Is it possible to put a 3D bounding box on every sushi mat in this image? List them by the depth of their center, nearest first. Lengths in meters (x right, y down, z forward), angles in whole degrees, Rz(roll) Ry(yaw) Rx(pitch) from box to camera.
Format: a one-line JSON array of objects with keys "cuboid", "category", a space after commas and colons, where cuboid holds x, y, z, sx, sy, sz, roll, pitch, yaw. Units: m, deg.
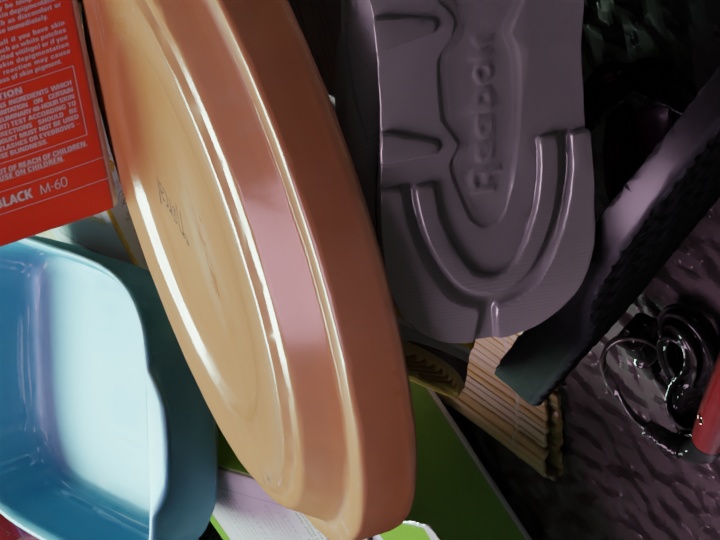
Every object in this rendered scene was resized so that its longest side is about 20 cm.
[{"cuboid": [0.000, 0.000, 0.921, 0.200, 0.012, 0.096, 34, 149, 37], "category": "sushi mat"}]

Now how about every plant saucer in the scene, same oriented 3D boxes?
[{"cuboid": [-0.038, -0.017, 0.700, 0.200, 0.032, 0.202, 161, 90, -77], "category": "plant saucer"}]

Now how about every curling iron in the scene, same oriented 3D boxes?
[{"cuboid": [0.109, 0.001, 0.709, 0.050, 0.026, 0.200, 43, 154, 13], "category": "curling iron"}]

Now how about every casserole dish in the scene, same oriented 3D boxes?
[{"cuboid": [-0.106, 0.048, 0.973, 0.200, 0.039, 0.122, 14, 108, 57], "category": "casserole dish"}]

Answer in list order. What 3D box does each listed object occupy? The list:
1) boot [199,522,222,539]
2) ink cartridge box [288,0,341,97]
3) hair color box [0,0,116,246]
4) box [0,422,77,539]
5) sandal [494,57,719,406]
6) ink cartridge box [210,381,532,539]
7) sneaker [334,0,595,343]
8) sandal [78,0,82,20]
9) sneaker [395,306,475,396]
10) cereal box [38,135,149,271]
[{"cuboid": [-0.029, 0.182, 1.135, 0.159, 0.079, 0.211, 60, 156, -15], "category": "boot"}, {"cuboid": [-0.048, -0.140, 0.752, 0.200, 0.067, 0.116, 31, 148, 40], "category": "ink cartridge box"}, {"cuboid": [-0.131, -0.115, 0.734, 0.111, 0.063, 0.201, -122, 20, -44], "category": "hair color box"}, {"cuboid": [-0.159, 0.072, 1.125, 0.200, 0.102, 0.095, 51, 167, 41], "category": "box"}, {"cuboid": [0.066, -0.017, 0.700, 0.048, 0.075, 0.201, 42, 155, 7], "category": "sandal"}, {"cuboid": [0.033, 0.113, 0.918, 0.148, 0.076, 0.200, 57, 157, -19], "category": "ink cartridge box"}, {"cuboid": [0.022, -0.086, 0.638, 0.081, 0.076, 0.202, -128, 43, -69], "category": "sneaker"}, {"cuboid": [-0.112, -0.085, 0.919, 0.199, 0.080, 0.054, 25, 112, 40], "category": "sandal"}, {"cuboid": [0.008, -0.018, 0.816, 0.075, 0.091, 0.200, 26, 179, -20], "category": "sneaker"}, {"cuboid": [-0.097, -0.004, 1.043, 0.144, 0.039, 0.201, 28, 147, 57], "category": "cereal box"}]
